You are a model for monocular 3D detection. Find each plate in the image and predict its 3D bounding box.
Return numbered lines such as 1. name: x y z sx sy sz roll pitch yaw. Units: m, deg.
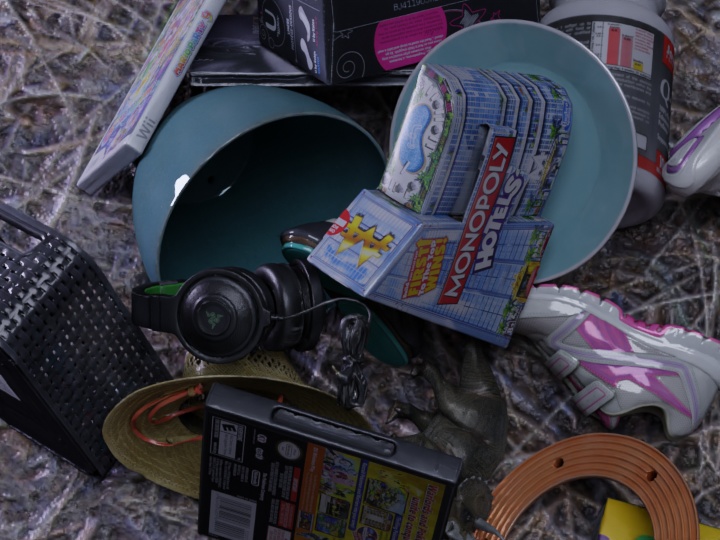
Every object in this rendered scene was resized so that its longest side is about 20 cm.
1. plate: 0.117 -0.089 1.680 0.199 0.026 0.201 3 98 25

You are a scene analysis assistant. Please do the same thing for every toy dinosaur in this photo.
1. toy dinosaur: 0.070 0.129 1.681 0.102 0.077 0.200 27 52 -8

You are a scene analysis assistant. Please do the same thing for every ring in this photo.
1. ring: 0.158 0.212 1.615 0.200 0.019 0.201 -20 52 27

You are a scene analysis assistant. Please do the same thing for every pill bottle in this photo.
1. pill bottle: 0.189 -0.144 1.758 0.115 0.116 0.201 7 69 1

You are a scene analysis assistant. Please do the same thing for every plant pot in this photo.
1. plant pot: -0.095 -0.061 1.694 0.200 0.201 0.135 -32 44 -13

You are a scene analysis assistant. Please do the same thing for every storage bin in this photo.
1. storage bin: -0.236 0.048 1.611 0.135 0.200 0.094 27 69 33

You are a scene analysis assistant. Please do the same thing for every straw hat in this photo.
1. straw hat: -0.086 0.090 1.625 0.200 0.201 0.085 1 56 -2

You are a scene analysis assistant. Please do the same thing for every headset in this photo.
1. headset: -0.071 0.041 1.546 0.199 0.123 0.094 5 98 42

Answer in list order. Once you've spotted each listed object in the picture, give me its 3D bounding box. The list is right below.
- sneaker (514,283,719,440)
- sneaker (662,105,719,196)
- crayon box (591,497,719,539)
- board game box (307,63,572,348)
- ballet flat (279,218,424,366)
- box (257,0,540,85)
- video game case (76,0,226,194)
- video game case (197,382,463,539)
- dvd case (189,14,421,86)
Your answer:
1. sneaker: 0.182 0.070 1.689 0.199 0.081 0.089 20 84 8
2. sneaker: 0.308 -0.085 1.724 0.200 0.075 0.100 -25 77 -50
3. crayon box: 0.236 0.287 1.622 0.172 0.058 0.201 16 68 3
4. board game box: 0.061 -0.042 1.585 0.062 0.199 0.201 31 110 34
5. ballet flat: 0.000 0.000 1.659 0.073 0.200 0.073 -12 57 20
6. box: 0.028 -0.241 1.720 0.199 0.133 0.115 -18 30 -28
7. video game case: -0.153 -0.160 1.742 0.018 0.143 0.201 31 69 -14
8. video game case: -0.026 0.162 1.587 0.180 0.200 0.026 17 57 5
9. dvd case: -0.034 -0.176 1.765 0.199 0.016 0.149 0 23 -2
